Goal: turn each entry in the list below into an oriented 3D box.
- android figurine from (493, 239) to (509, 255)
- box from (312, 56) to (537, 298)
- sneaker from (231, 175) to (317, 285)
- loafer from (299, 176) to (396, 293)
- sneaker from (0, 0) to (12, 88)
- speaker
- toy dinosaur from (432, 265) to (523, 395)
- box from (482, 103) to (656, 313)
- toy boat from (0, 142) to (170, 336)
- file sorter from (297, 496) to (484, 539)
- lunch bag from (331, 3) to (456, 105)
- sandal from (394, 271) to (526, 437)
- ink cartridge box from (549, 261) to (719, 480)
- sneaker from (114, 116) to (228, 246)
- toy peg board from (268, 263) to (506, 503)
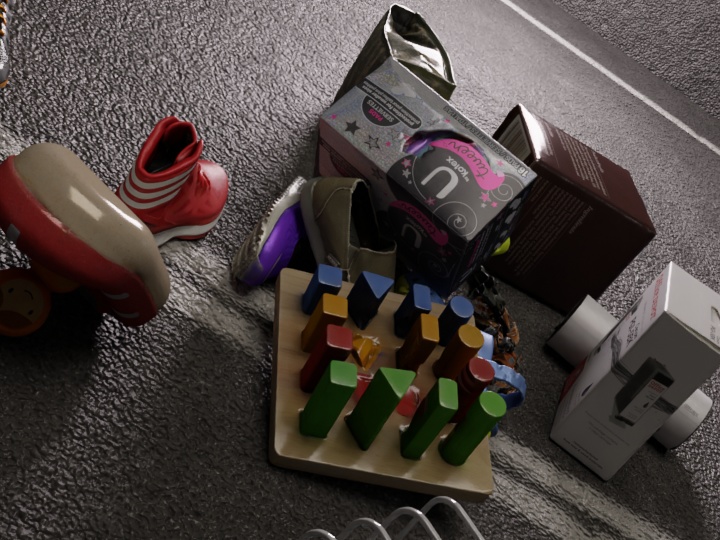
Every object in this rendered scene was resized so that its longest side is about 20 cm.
[{"bbox_3d":[0.078,-0.047,1.267,0.181,0.041,0.199,21,18,37],"label":"android figurine"},{"bbox_3d":[0.059,-0.094,1.116,0.200,0.132,0.115,41,66,14],"label":"box"},{"bbox_3d":[-0.057,-0.027,1.110,0.099,0.070,0.200,38,28,-4],"label":"sneaker"},{"bbox_3d":[0.000,0.000,1.066,0.075,0.069,0.202,-24,96,-54],"label":"loafer"},{"bbox_3d":[-0.376,-0.253,1.069,0.078,0.077,0.201,16,36,-37],"label":"sneaker"},{"bbox_3d":[0.322,0.122,1.320,0.200,0.081,0.081,41,28,7],"label":"speaker"},{"bbox_3d":[0.128,0.068,1.189,0.136,0.102,0.200,48,5,-28],"label":"toy dinosaur"},{"bbox_3d":[0.247,-0.078,1.438,0.199,0.165,0.166,28,28,-18],"label":"box"},{"bbox_3d":[-0.230,-0.004,0.824,0.130,0.131,0.200,43,-14,11],"label":"toy boat"},{"bbox_3d":[0.004,0.243,0.720,0.199,0.125,0.139,1,45,-49],"label":"file sorter"},{"bbox_3d":[0.038,-0.241,1.439,0.117,0.165,0.201,20,32,-19],"label":"lunch bag"},{"bbox_3d":[0.097,0.084,1.091,0.086,0.080,0.201,-21,64,-17],"label":"sandal"},{"bbox_3d":[0.305,0.107,1.191,0.083,0.201,0.147,36,27,1],"label":"ink cartridge box"},{"bbox_3d":[-0.160,-0.091,1.035,0.078,0.116,0.200,38,28,1],"label":"sneaker"},{"bbox_3d":[0.032,0.075,0.947,0.198,0.098,0.200,14,47,-17],"label":"toy peg board"}]
